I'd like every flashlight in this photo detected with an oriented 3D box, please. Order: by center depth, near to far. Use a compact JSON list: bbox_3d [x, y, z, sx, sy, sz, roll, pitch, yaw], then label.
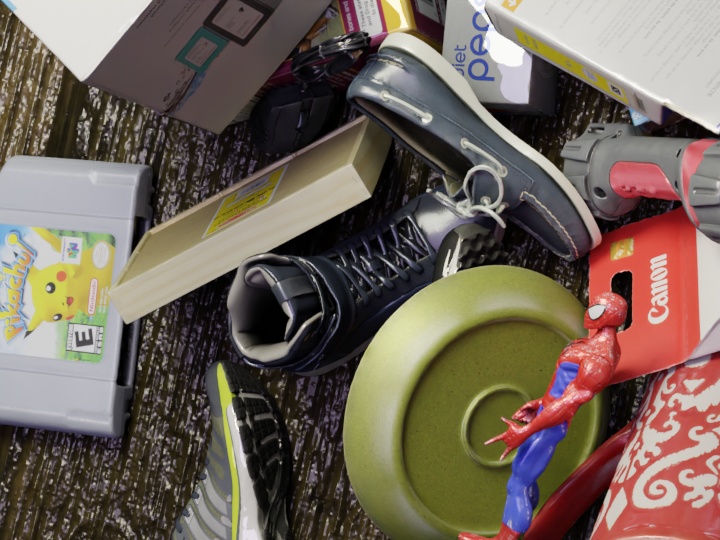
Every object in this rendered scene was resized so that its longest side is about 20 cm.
[{"bbox_3d":[0.197,-0.053,1.511,0.068,0.200,0.068,-36,108,-21],"label":"flashlight"}]

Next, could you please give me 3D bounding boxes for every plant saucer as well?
[{"bbox_3d":[0.084,0.097,1.538,0.031,0.199,0.201,27,97,61],"label":"plant saucer"}]

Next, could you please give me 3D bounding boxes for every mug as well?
[{"bbox_3d":[0.195,0.132,1.465,0.177,0.134,0.200,11,46,13],"label":"mug"}]

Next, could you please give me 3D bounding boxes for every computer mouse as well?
[{"bbox_3d":[-0.032,-0.116,1.608,0.058,0.200,0.034,-9,79,-17],"label":"computer mouse"}]

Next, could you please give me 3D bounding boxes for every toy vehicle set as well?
[{"bbox_3d":[-0.075,-0.039,1.641,0.199,0.124,0.027,-27,105,18],"label":"toy vehicle set"}]

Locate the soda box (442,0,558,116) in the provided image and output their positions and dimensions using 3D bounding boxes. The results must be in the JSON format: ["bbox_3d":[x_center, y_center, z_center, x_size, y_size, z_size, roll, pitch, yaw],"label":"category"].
[{"bbox_3d":[0.102,-0.208,1.616,0.068,0.063,0.201,5,87,22],"label":"soda box"}]

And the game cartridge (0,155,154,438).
[{"bbox_3d":[-0.224,0.017,1.743,0.133,0.040,0.201,4,87,26],"label":"game cartridge"}]

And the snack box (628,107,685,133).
[{"bbox_3d":[0.259,-0.180,1.565,0.199,0.037,0.117,-21,77,19],"label":"snack box"}]

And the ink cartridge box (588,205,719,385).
[{"bbox_3d":[0.230,-0.017,1.508,0.199,0.050,0.161,-16,35,19],"label":"ink cartridge box"}]

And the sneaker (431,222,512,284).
[{"bbox_3d":[0.052,0.066,1.592,0.090,0.070,0.201,8,106,40],"label":"sneaker"}]

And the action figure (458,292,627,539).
[{"bbox_3d":[0.113,0.100,1.473,0.052,0.065,0.201,32,109,7],"label":"action figure"}]

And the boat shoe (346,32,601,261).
[{"bbox_3d":[0.075,-0.070,1.565,0.200,0.075,0.062,45,69,-15],"label":"boat shoe"}]

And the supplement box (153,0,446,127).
[{"bbox_3d":[-0.049,-0.189,1.654,0.199,0.103,0.132,-15,80,19],"label":"supplement box"}]

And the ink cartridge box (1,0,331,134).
[{"bbox_3d":[-0.133,-0.201,1.525,0.147,0.200,0.146,44,100,20],"label":"ink cartridge box"}]

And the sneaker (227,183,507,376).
[{"bbox_3d":[0.000,0.002,1.597,0.202,0.146,0.077,-38,72,13],"label":"sneaker"}]

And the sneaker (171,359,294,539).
[{"bbox_3d":[-0.096,0.163,1.661,0.081,0.074,0.201,-9,81,24],"label":"sneaker"}]

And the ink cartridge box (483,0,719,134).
[{"bbox_3d":[0.215,-0.193,1.517,0.200,0.047,0.198,35,78,31],"label":"ink cartridge box"}]
